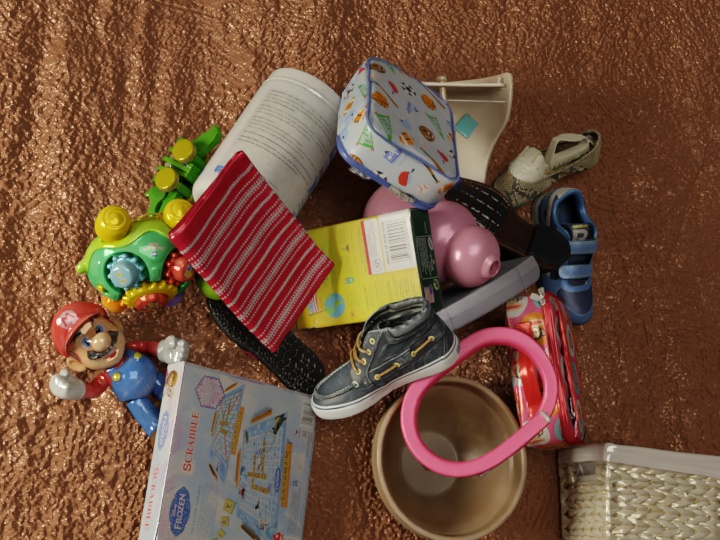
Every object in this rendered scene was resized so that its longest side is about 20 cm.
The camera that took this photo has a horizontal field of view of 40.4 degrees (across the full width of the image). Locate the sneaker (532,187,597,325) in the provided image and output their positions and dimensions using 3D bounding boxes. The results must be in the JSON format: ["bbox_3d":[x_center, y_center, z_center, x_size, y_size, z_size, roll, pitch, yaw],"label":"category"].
[{"bbox_3d":[0.293,-0.024,1.380,0.073,0.082,0.202,-5,77,-22],"label":"sneaker"}]

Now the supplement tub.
[{"bbox_3d":[-0.112,-0.142,1.249,0.131,0.132,0.201,34,68,-7],"label":"supplement tub"}]

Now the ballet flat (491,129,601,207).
[{"bbox_3d":[0.269,-0.158,1.413,0.199,0.076,0.068,-25,55,-23],"label":"ballet flat"}]

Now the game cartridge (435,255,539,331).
[{"bbox_3d":[0.134,0.041,1.279,0.199,0.133,0.041,-28,92,-23],"label":"game cartridge"}]

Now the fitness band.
[{"bbox_3d":[0.141,0.157,1.162,0.199,0.037,0.144,-37,76,-3],"label":"fitness band"}]

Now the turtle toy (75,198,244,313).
[{"bbox_3d":[-0.228,-0.007,1.137,0.198,0.146,0.102,-7,69,-24],"label":"turtle toy"}]

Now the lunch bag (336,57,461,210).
[{"bbox_3d":[0.051,-0.166,1.204,0.160,0.076,0.201,30,36,-21],"label":"lunch bag"}]

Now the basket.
[{"bbox_3d":[0.373,0.301,1.286,0.198,0.136,0.125,9,74,-16],"label":"basket"}]

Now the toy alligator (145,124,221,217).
[{"bbox_3d":[-0.244,-0.103,1.238,0.054,0.059,0.201,26,82,28],"label":"toy alligator"}]

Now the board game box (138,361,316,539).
[{"bbox_3d":[-0.147,0.226,1.143,0.199,0.041,0.202,21,67,-36],"label":"board game box"}]

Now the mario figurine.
[{"bbox_3d":[-0.273,0.115,1.130,0.200,0.106,0.124,45,30,-10],"label":"mario figurine"}]

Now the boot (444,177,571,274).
[{"bbox_3d":[0.182,-0.049,1.347,0.199,0.097,0.075,33,61,-2],"label":"boot"}]

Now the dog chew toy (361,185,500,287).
[{"bbox_3d":[0.095,-0.042,1.259,0.199,0.125,0.124,28,59,38],"label":"dog chew toy"}]

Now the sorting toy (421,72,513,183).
[{"bbox_3d":[0.102,-0.177,1.355,0.198,0.107,0.182,-1,91,-11],"label":"sorting toy"}]

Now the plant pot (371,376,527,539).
[{"bbox_3d":[0.101,0.240,1.233,0.199,0.093,0.203,5,73,-16],"label":"plant pot"}]

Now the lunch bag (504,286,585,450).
[{"bbox_3d":[0.235,0.129,1.266,0.081,0.176,0.202,-11,76,19],"label":"lunch bag"}]

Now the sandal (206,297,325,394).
[{"bbox_3d":[-0.126,0.079,1.234,0.075,0.045,0.200,-45,104,-19],"label":"sandal"}]

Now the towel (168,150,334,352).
[{"bbox_3d":[-0.121,-0.022,1.140,0.200,0.022,0.145,52,59,-29],"label":"towel"}]

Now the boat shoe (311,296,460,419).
[{"bbox_3d":[0.013,0.100,1.163,0.199,0.071,0.091,-27,123,13],"label":"boat shoe"}]

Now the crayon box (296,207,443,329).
[{"bbox_3d":[0.000,0.000,1.230,0.051,0.199,0.128,-8,89,-56],"label":"crayon box"}]
